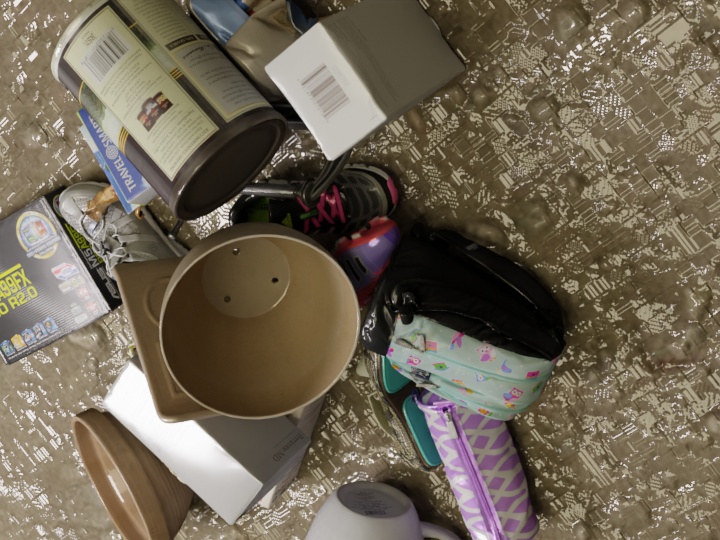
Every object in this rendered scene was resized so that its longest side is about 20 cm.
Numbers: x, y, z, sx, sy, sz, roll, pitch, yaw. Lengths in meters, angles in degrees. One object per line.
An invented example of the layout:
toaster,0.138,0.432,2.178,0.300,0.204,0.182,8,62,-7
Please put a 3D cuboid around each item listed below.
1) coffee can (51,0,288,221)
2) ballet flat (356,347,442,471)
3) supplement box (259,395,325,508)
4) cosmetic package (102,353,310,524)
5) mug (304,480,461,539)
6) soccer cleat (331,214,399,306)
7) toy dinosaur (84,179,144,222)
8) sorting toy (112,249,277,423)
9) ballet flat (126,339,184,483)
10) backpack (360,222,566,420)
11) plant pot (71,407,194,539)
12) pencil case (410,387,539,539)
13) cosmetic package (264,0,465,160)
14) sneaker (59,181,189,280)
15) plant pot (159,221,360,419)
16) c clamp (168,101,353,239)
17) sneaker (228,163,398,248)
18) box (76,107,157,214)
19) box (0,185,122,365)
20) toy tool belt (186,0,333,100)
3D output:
coffee can,-0.191,-0.171,1.460,0.200,0.146,0.146,48,124,12
ballet flat,0.035,0.132,1.611,0.075,0.068,0.201,-1,113,43
supplement box,-0.116,0.157,1.685,0.126,0.074,0.201,29,121,14
cosmetic package,-0.168,0.166,1.596,0.200,0.113,0.081,39,124,7
mug,0.027,0.340,1.666,0.199,0.148,0.176,6,109,-9
soccer cleat,0.000,0.000,1.531,0.077,0.067,0.200,58,152,0
toy dinosaur,-0.233,-0.122,1.624,0.106,0.060,0.200,32,101,-18
sorting toy,-0.158,0.069,1.570,0.037,0.184,0.201,-56,49,49
ballet flat,-0.232,0.161,1.695,0.076,0.064,0.201,121,140,-47
backpack,0.108,0.060,1.498,0.199,0.167,0.127,24,129,0
plant pot,-0.262,0.244,1.762,0.201,0.092,0.201,46,153,32
pencil case,0.129,0.208,1.579,0.084,0.086,0.201,-21,103,11
cosmetic package,0.009,-0.195,1.399,0.081,0.200,0.113,-34,91,32
sneaker,-0.271,-0.030,1.678,0.200,0.082,0.075,35,122,9
plant pot,-0.109,0.032,1.493,0.199,0.135,0.201,-4,113,-10
c clamp,-0.093,-0.104,1.525,0.199,0.171,0.027,0,150,36
sneaker,-0.057,-0.063,1.554,0.199,0.087,0.074,-4,109,27
box,-0.212,-0.162,1.570,0.200,0.048,0.122,-33,80,17
box,-0.398,0.009,1.781,0.199,0.044,0.161,-25,99,32
toy tool belt,-0.111,-0.281,1.488,0.123,0.125,0.200,-42,93,-4
